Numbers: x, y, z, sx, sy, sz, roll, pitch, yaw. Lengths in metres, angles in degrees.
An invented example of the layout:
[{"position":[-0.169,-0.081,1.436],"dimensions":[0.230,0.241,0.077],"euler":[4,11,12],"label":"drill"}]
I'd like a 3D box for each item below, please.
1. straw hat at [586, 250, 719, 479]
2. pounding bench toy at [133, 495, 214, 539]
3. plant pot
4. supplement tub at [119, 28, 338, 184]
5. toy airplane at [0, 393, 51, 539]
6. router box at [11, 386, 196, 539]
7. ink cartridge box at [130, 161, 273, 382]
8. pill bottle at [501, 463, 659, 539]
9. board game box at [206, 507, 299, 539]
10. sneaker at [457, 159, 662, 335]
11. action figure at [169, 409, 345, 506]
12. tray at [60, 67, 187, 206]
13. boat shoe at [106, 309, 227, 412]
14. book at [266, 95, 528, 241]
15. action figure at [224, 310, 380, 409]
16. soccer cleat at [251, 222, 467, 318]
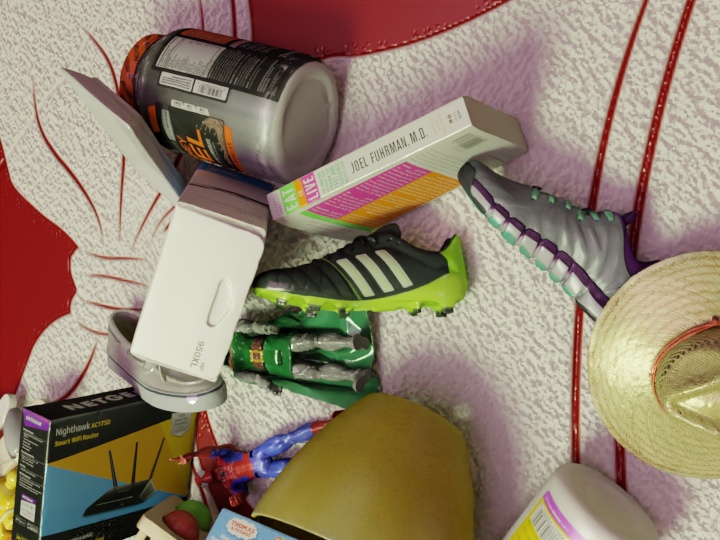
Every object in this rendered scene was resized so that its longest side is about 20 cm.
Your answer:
[{"position":[0.270,0.087,0.670],"dimensions":[0.198,0.085,0.204],"euler":[4,105,13],"label":"straw hat"},{"position":[-0.183,0.321,0.932],"dimensions":[0.123,0.200,0.157],"euler":[33,86,4],"label":"pounding bench toy"},{"position":[0.023,0.196,0.798],"dimensions":[0.198,0.201,0.143],"euler":[15,65,26],"label":"plant pot"},{"position":[-0.131,-0.165,0.879],"dimensions":[0.198,0.122,0.124],"euler":[19,102,27],"label":"supplement tub"},{"position":[-0.430,0.245,1.059],"dimensions":[0.196,0.141,0.203],"euler":[2,95,29],"label":"toy airplane"},{"position":[-0.258,0.203,0.928],"dimensions":[0.050,0.199,0.152],"euler":[12,99,32],"label":"router box"},{"position":[-0.143,-0.007,0.848],"dimensions":[0.083,0.200,0.146],"euler":[18,104,-9],"label":"ink cartridge box"},{"position":[0.155,0.270,0.765],"dimensions":[0.104,0.104,0.201],"euler":[39,111,20],"label":"pill bottle"},{"position":[-0.037,0.291,0.829],"dimensions":[0.149,0.201,0.037],"euler":[14,62,27],"label":"board game box"},{"position":[0.175,-0.038,0.754],"dimensions":[0.200,0.074,0.088],"euler":[43,101,2],"label":"sneaker"},{"position":[-0.107,0.196,0.909],"dimensions":[0.198,0.099,0.066],"euler":[-22,82,30],"label":"action figure"},{"position":[-0.223,-0.126,0.909],"dimensions":[0.107,0.200,0.022],"euler":[41,78,21],"label":"tray"},{"position":[-0.208,0.079,0.941],"dimensions":[0.201,0.074,0.087],"euler":[21,119,49],"label":"boat shoe"},{"position":[0.033,-0.086,0.789],"dimensions":[0.198,0.133,0.049],"euler":[-23,79,27],"label":"book"},{"position":[-0.079,0.085,0.910],"dimensions":[0.198,0.054,0.120],"euler":[0,96,32],"label":"action figure"},{"position":[0.000,0.000,0.813],"dimensions":[0.197,0.068,0.082],"euler":[1,80,-12],"label":"soccer cleat"}]
